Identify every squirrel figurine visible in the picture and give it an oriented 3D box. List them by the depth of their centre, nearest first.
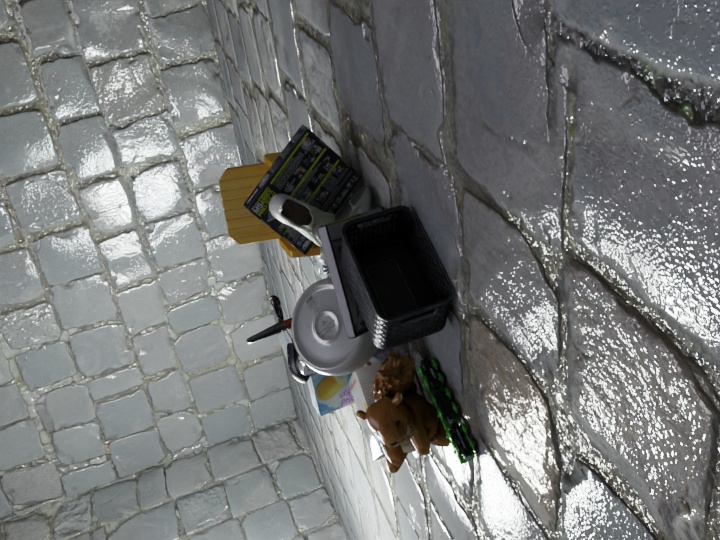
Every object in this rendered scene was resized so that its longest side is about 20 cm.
[{"bbox_3d":[0.060,0.257,1.430,0.186,0.139,0.205,35,-142,-56],"label":"squirrel figurine"}]

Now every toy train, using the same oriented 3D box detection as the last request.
[{"bbox_3d":[0.153,0.250,1.375,0.057,0.041,0.203,74,174,-57],"label":"toy train"}]

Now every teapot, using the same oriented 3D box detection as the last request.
[{"bbox_3d":[-0.033,0.112,1.506,0.145,0.195,0.204,10,-96,-62],"label":"teapot"}]

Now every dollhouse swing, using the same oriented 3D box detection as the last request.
[{"bbox_3d":[-0.198,-0.132,1.644,0.182,0.171,0.206,-137,36,-64],"label":"dollhouse swing"}]

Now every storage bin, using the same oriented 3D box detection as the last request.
[{"bbox_3d":[0.056,0.009,1.274,0.095,0.132,0.203,93,157,-56],"label":"storage bin"}]

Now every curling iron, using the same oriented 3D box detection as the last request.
[{"bbox_3d":[-0.162,0.107,1.636,0.050,0.197,0.026,50,-157,-26],"label":"curling iron"}]

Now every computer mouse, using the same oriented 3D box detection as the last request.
[{"bbox_3d":[-0.162,0.152,1.676,0.204,0.033,0.059,67,160,6],"label":"computer mouse"}]

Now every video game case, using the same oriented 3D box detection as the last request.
[{"bbox_3d":[0.011,0.000,1.409,0.025,0.179,0.205,-12,95,39],"label":"video game case"}]

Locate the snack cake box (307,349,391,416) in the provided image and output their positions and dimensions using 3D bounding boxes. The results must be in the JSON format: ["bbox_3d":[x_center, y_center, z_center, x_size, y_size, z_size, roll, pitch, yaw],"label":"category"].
[{"bbox_3d":[-0.021,0.232,1.732,0.067,0.195,0.118,-141,35,-63],"label":"snack cake box"}]

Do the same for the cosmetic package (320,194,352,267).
[{"bbox_3d":[-0.051,-0.103,1.661,0.086,0.105,0.202,90,158,-50],"label":"cosmetic package"}]

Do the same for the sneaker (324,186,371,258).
[{"bbox_3d":[-0.009,-0.075,1.482,0.070,0.080,0.204,-26,35,42],"label":"sneaker"}]

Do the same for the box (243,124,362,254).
[{"bbox_3d":[-0.114,-0.160,1.541,0.159,0.202,0.044,36,-178,-25],"label":"box"}]

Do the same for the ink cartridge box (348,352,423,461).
[{"bbox_3d":[0.059,0.273,1.606,0.129,0.122,0.205,113,140,-70],"label":"ink cartridge box"}]

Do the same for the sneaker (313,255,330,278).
[{"bbox_3d":[-0.077,-0.022,1.979,0.086,0.076,0.201,57,168,23],"label":"sneaker"}]

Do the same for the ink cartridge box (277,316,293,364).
[{"bbox_3d":[-0.098,0.138,1.758,0.089,0.142,0.200,64,160,9],"label":"ink cartridge box"}]

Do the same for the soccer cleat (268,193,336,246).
[{"bbox_3d":[-0.088,-0.091,1.500,0.071,0.196,0.077,-66,25,0],"label":"soccer cleat"}]
